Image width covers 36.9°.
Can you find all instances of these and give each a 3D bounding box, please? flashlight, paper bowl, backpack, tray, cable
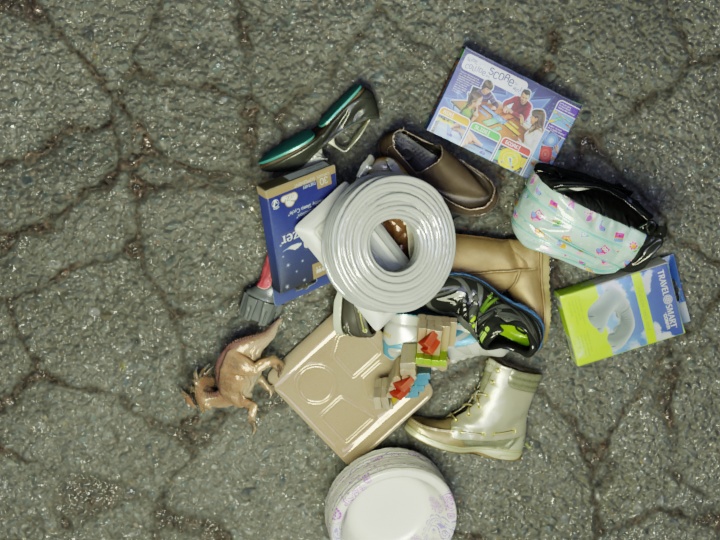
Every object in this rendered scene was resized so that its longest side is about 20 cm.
[{"bbox_3d":[-0.134,-0.020,1.620,0.068,0.068,0.201,7,109,-44],"label":"flashlight"},{"bbox_3d":[0.042,0.369,1.679,0.199,0.104,0.202,-5,114,-12],"label":"paper bowl"},{"bbox_3d":[0.324,-0.075,1.583,0.199,0.167,0.127,19,107,-17],"label":"backpack"},{"bbox_3d":[0.005,-0.019,1.555,0.107,0.022,0.200,-42,106,-12],"label":"tray"},{"bbox_3d":[0.044,-0.039,1.520,0.200,0.069,0.200,40,79,-19],"label":"cable"}]

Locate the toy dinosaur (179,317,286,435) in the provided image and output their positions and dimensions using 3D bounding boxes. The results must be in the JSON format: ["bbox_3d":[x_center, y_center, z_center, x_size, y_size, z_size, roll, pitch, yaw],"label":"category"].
[{"bbox_3d":[-0.191,0.153,1.621,0.135,0.086,0.201,25,107,-1],"label":"toy dinosaur"}]

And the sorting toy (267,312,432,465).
[{"bbox_3d":[-0.016,0.176,1.685,0.185,0.036,0.200,-42,97,5],"label":"sorting toy"}]

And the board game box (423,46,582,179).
[{"bbox_3d":[0.213,-0.230,1.613,0.199,0.034,0.136,25,99,-10],"label":"board game box"}]

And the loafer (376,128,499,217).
[{"bbox_3d":[0.113,-0.144,1.587,0.199,0.071,0.073,27,79,0],"label":"loafer"}]

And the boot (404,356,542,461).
[{"bbox_3d":[0.177,0.207,1.683,0.199,0.072,0.156,11,102,-13],"label":"boot"}]

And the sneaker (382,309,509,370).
[{"bbox_3d":[0.130,0.111,1.655,0.198,0.077,0.081,10,98,-8],"label":"sneaker"}]

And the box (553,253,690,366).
[{"bbox_3d":[0.414,0.061,1.684,0.199,0.048,0.123,-18,103,1],"label":"box"}]

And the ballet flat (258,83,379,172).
[{"bbox_3d":[-0.054,-0.190,1.589,0.199,0.068,0.069,-36,111,4],"label":"ballet flat"}]

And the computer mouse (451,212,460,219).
[{"bbox_3d":[0.070,-0.082,1.635,0.199,0.034,0.059,-18,103,0],"label":"computer mouse"}]

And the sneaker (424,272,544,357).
[{"bbox_3d":[0.181,0.067,1.589,0.199,0.083,0.071,26,122,-3],"label":"sneaker"}]

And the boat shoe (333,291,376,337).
[{"bbox_3d":[0.000,0.000,1.604,0.060,0.072,0.203,8,105,20],"label":"boat shoe"}]

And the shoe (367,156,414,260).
[{"bbox_3d":[0.052,-0.070,1.596,0.069,0.053,0.201,-8,118,8],"label":"shoe"}]

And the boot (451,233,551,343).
[{"bbox_3d":[0.188,0.027,1.655,0.198,0.066,0.177,-2,92,-3],"label":"boot"}]

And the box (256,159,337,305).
[{"bbox_3d":[-0.082,-0.049,1.580,0.121,0.032,0.201,-24,125,-29],"label":"box"}]

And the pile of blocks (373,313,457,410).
[{"bbox_3d":[0.083,0.153,1.594,0.082,0.062,0.201,25,124,-10],"label":"pile of blocks"}]
